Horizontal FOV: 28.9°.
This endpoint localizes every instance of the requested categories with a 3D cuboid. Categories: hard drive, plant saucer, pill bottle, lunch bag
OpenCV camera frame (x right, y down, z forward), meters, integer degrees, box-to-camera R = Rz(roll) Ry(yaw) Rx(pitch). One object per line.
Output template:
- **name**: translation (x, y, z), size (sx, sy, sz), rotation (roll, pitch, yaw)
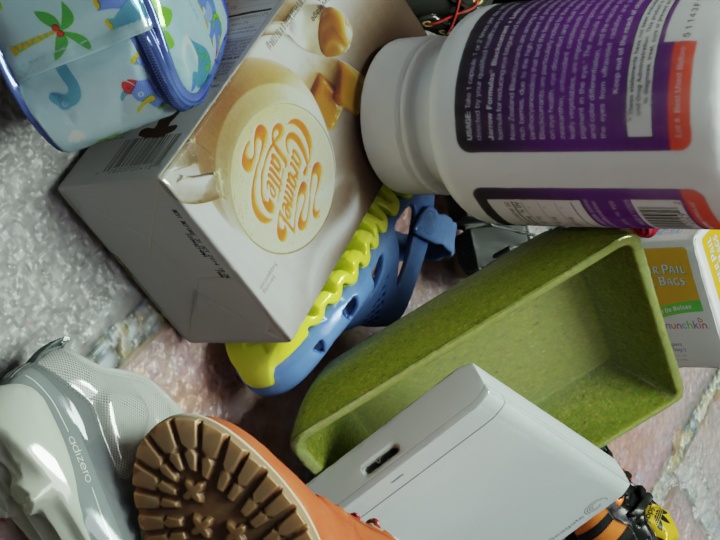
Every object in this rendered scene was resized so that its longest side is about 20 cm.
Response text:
- **hard drive**: translation (0.058, 0.126, 0.770), size (0.200, 0.132, 0.027), rotation (35, 21, -53)
- **plant saucer**: translation (0.069, 0.063, 0.765), size (0.048, 0.199, 0.200), rotation (59, 1, 34)
- **pill bottle**: translation (0.103, -0.077, 0.683), size (0.111, 0.199, 0.112), rotation (-6, 97, -54)
- **lunch bag**: translation (-0.127, -0.164, 0.605), size (0.161, 0.082, 0.201), rotation (-86, 155, -70)

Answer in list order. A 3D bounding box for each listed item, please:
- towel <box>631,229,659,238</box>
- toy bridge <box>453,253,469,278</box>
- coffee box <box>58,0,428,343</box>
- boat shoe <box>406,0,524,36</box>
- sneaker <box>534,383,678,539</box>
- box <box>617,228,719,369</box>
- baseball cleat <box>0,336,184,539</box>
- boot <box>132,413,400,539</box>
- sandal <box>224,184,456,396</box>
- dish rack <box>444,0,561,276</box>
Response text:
- **towel**: translation (0.196, -0.118, 0.989), size (0.145, 0.022, 0.200), rotation (46, 47, 4)
- **toy bridge**: translation (0.093, 0.082, 0.902), size (0.067, 0.027, 0.201), rotation (4, 83, -50)
- **coffee box**: translation (-0.047, -0.074, 0.722), size (0.115, 0.079, 0.200), rotation (55, 50, -32)
- **boat shoe**: translation (0.056, -0.177, 0.842), size (0.201, 0.074, 0.063), rotation (-20, 75, -52)
- **sneaker**: translation (0.157, 0.142, 0.888), size (0.070, 0.090, 0.201), rotation (-49, 134, -50)
- **box**: translation (0.250, -0.021, 1.022), size (0.200, 0.112, 0.102), rotation (-39, 116, -42)
- **baseball cleat**: translation (-0.102, 0.124, 0.651), size (0.106, 0.070, 0.201), rotation (-45, 119, -40)
- **boot**: translation (-0.025, 0.136, 0.653), size (0.200, 0.075, 0.107), rotation (52, 20, -10)
- **sandal**: translation (0.000, 0.000, 0.774), size (0.200, 0.079, 0.087), rotation (-52, 126, -35)
- **dish rack**: translation (0.115, -0.087, 0.805), size (0.054, 0.200, 0.154), rotation (1, 70, -36)
